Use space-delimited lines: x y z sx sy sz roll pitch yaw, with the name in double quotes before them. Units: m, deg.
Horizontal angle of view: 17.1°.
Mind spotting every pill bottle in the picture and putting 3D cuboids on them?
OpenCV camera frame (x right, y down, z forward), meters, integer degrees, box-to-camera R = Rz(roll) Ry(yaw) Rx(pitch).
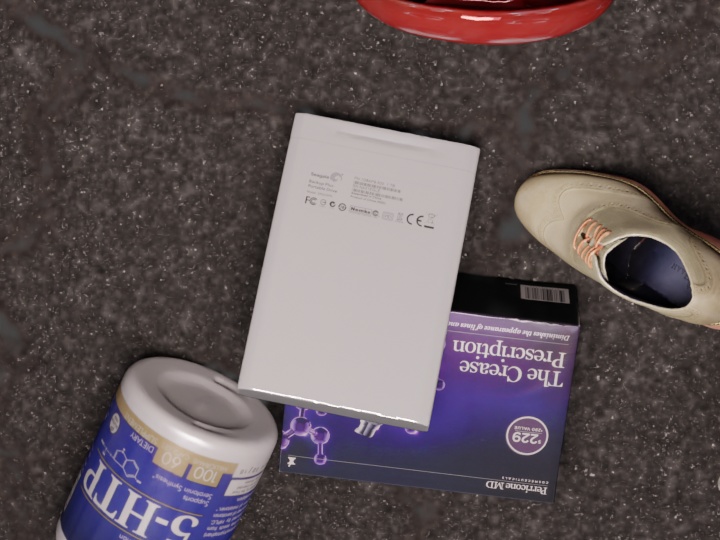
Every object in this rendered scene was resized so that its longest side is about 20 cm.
"pill bottle" -0.150 0.175 1.719 0.119 0.120 0.201 23 110 -6

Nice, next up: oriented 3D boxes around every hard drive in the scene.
"hard drive" 0.000 0.000 1.632 0.131 0.027 0.201 11 73 1

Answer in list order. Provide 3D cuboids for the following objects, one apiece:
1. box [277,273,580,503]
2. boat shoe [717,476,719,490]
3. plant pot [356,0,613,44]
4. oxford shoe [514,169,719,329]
"box" 0.048 0.077 1.698 0.199 0.079 0.142 6 113 0
"boat shoe" 0.302 0.085 1.542 0.067 0.074 0.200 26 110 -10
"plant pot" 0.078 -0.247 1.509 0.199 0.201 0.183 2 113 1
"oxford shoe" 0.172 -0.022 1.607 0.200 0.074 0.071 26 104 39
